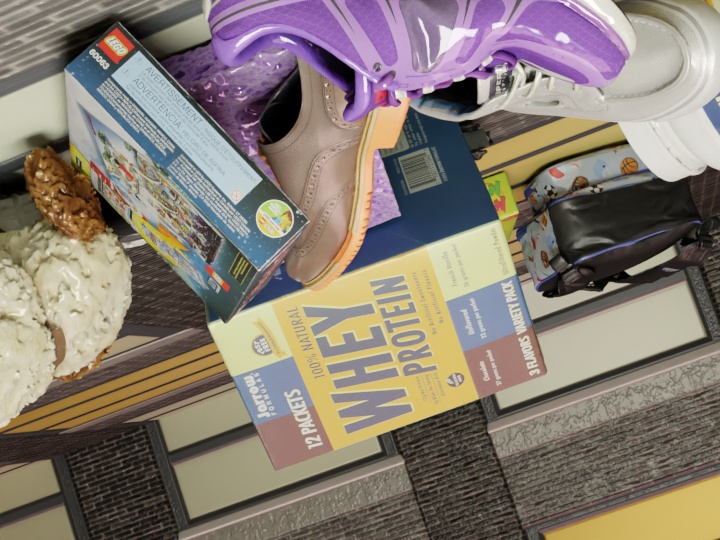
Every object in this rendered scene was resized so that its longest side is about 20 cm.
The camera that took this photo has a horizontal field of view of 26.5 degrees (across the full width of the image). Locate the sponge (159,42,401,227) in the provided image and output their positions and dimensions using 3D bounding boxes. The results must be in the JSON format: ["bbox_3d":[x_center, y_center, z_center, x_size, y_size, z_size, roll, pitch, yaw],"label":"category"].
[{"bbox_3d":[-0.046,-0.072,0.912,0.111,0.030,0.200,-21,148,1],"label":"sponge"}]

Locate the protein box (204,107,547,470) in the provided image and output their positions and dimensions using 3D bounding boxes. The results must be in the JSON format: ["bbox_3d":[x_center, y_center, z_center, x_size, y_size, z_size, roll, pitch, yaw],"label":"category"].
[{"bbox_3d":[0.000,0.000,1.079,0.199,0.135,0.199,-20,-146,3],"label":"protein box"}]

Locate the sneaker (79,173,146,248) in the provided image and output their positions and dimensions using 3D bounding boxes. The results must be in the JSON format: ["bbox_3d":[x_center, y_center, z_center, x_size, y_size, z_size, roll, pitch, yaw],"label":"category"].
[{"bbox_3d":[-0.108,-0.062,0.973,0.199,0.067,0.090,-19,175,19],"label":"sneaker"}]

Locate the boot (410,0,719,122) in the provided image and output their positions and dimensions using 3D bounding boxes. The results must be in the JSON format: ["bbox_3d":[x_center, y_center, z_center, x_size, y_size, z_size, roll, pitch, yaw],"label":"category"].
[{"bbox_3d":[0.106,-0.110,0.859,0.095,0.074,0.199,-16,-170,-33],"label":"boot"}]

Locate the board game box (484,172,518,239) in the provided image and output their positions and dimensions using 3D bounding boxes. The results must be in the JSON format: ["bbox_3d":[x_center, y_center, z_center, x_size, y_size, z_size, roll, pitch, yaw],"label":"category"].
[{"bbox_3d":[0.114,-0.052,1.676,0.101,0.048,0.200,-20,172,0],"label":"board game box"}]

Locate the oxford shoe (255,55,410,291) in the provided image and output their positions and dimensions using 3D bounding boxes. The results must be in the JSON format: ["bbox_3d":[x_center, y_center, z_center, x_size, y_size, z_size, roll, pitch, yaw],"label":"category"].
[{"bbox_3d":[-0.026,-0.066,0.854,0.072,0.072,0.201,7,136,-11],"label":"oxford shoe"}]

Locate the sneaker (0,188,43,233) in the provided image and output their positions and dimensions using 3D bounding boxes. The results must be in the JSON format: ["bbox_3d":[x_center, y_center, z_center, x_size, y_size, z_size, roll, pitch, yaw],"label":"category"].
[{"bbox_3d":[-0.259,0.012,1.048,0.077,0.085,0.200,-13,170,-30],"label":"sneaker"}]

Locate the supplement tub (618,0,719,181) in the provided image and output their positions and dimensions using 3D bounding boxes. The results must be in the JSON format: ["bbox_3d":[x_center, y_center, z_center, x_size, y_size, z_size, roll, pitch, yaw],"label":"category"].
[{"bbox_3d":[0.264,-0.150,0.974,0.199,0.146,0.145,-24,171,31],"label":"supplement tub"}]

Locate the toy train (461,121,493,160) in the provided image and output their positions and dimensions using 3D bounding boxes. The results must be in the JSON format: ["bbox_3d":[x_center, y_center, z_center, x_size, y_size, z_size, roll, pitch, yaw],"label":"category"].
[{"bbox_3d":[0.027,-0.090,1.240,0.199,0.034,0.046,-14,174,-35],"label":"toy train"}]

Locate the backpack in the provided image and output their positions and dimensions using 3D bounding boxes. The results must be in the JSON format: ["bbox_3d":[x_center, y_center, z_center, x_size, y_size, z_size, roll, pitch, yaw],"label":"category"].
[{"bbox_3d":[0.258,-0.048,1.687,0.199,0.155,0.191,-10,162,-16],"label":"backpack"}]

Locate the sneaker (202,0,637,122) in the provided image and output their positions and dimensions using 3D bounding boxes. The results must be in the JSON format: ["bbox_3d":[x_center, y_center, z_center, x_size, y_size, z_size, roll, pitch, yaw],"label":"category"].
[{"bbox_3d":[0.025,-0.105,0.698,0.198,0.084,0.081,8,172,-7],"label":"sneaker"}]

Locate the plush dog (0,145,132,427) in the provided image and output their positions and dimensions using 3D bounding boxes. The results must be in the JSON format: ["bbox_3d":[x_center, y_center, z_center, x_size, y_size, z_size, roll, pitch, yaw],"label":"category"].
[{"bbox_3d":[-0.208,0.028,0.901,0.171,0.160,0.201,-32,151,-33],"label":"plush dog"}]

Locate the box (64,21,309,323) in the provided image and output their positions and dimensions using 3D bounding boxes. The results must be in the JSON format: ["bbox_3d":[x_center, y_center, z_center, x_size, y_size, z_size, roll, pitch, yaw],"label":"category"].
[{"bbox_3d":[-0.099,-0.044,0.833,0.038,0.137,0.200,-45,180,-14],"label":"box"}]
